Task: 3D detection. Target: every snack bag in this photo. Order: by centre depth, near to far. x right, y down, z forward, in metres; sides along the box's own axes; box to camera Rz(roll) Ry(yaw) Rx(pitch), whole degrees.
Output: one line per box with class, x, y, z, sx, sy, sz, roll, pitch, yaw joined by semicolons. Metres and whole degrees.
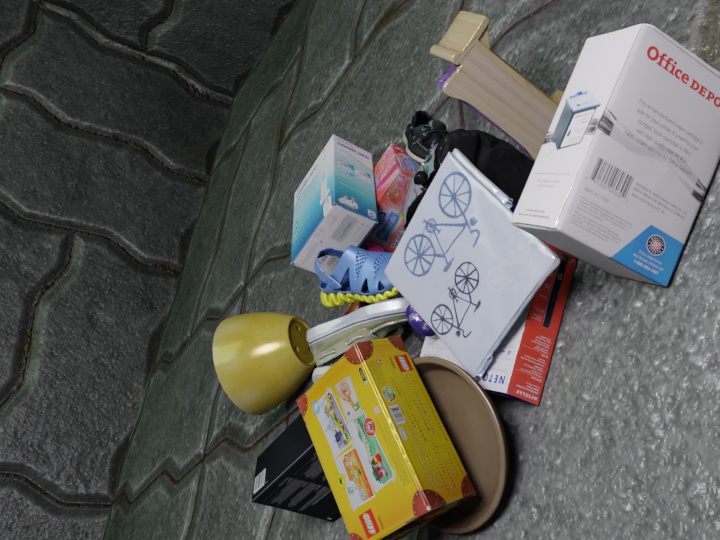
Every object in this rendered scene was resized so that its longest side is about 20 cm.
snack bag;0.121;-0.008;0.789;0.200;0.021;0.189;51;127;34

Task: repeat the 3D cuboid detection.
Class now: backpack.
backpack;0.141;-0.103;0.934;0.127;0.166;0.200;-65;8;-19

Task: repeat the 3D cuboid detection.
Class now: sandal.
sandal;0.000;0.000;1.026;0.199;0.087;0.080;-13;25;38

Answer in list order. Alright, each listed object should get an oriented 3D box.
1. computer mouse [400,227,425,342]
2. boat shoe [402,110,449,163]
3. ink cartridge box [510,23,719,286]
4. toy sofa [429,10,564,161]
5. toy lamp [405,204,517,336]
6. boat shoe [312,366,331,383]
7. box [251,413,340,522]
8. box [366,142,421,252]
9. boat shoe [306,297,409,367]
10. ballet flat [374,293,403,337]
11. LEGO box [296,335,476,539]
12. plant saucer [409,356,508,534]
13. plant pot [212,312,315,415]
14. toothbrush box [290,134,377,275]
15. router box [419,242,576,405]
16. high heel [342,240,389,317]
computer mouse;0.093;0.017;1.023;0.059;0.034;0.201;-45;43;46
boat shoe;0.119;-0.226;1.167;0.200;0.074;0.067;-97;25;-65
ink cartridge box;0.257;-0.107;0.665;0.201;0.146;0.086;-67;21;-2
toy sofa;0.182;-0.230;0.876;0.098;0.199;0.083;-55;26;14
toy lamp;0.130;0.000;0.836;0.200;0.058;0.058;-49;29;35
boat shoe;-0.024;0.198;1.115;0.199;0.072;0.069;-6;62;54
box;-0.050;0.277;0.994;0.200;0.140;0.079;-48;27;37
box;0.044;-0.102;1.192;0.200;0.094;0.103;-52;26;31
boat shoe;0.006;0.091;1.021;0.199;0.072;0.062;-24;76;34
ballet flat;0.048;0.069;1.064;0.201;0.068;0.072;-57;39;-1
LEGO box;0.022;0.202;0.802;0.149;0.077;0.201;-47;59;40
plant saucer;0.095;0.199;0.798;0.199;0.029;0.202;6;98;49
plant pot;-0.165;0.161;1.331;0.141;0.200;0.201;-23;42;23
toothbrush box;-0.047;-0.108;1.163;0.147;0.085;0.201;-52;27;33
router box;0.161;0.060;0.848;0.200;0.049;0.181;-6;64;64
high heel;-0.013;0.039;1.185;0.200;0.095;0.068;-55;26;27
